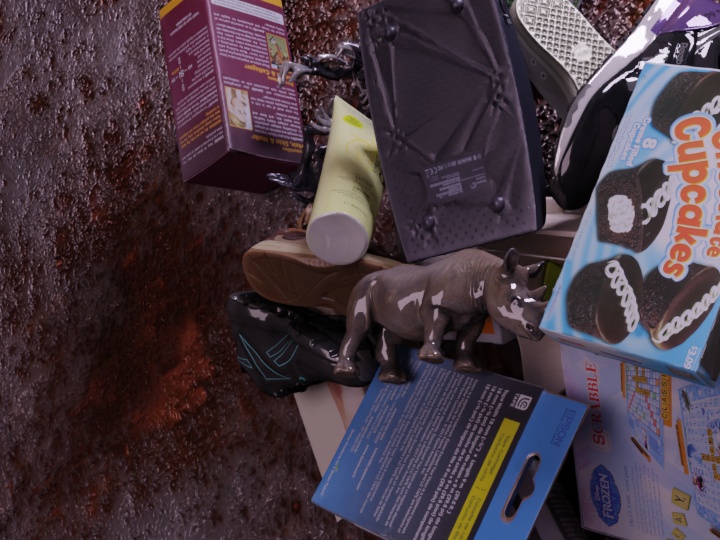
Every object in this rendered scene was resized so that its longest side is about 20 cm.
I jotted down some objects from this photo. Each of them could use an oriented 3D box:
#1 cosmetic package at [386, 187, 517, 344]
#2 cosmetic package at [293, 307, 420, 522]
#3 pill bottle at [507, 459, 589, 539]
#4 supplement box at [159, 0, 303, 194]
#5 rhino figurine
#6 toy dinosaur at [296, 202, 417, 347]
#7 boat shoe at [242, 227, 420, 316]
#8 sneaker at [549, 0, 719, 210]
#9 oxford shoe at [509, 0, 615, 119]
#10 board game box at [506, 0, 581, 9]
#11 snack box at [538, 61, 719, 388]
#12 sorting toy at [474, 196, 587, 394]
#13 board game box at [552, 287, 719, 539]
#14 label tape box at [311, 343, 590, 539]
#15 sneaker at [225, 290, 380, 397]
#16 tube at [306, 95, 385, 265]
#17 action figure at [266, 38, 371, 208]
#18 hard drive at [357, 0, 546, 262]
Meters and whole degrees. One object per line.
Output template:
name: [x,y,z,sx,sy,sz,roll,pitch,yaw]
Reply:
cosmetic package: [0.085,-0.045,0.993,0.101,0.071,0.201,-1,105,46]
cosmetic package: [0.007,0.115,1.077,0.087,0.103,0.201,-41,59,36]
pill bottle: [0.123,0.219,0.938,0.111,0.110,0.201,-46,55,32]
supplement box: [-0.133,-0.192,1.251,0.085,0.110,0.201,-26,67,42]
rhino figurine: [0.066,0.028,0.871,0.199,0.060,0.088,-13,64,40]
toy dinosaur: [0.021,0.019,1.068,0.200,0.106,0.060,51,164,16]
boat shoe: [0.000,0.000,0.998,0.199,0.072,0.072,10,127,29]
sneaker: [0.216,-0.120,0.861,0.087,0.076,0.200,29,75,29]
oxford shoe: [0.184,-0.137,0.948,0.200,0.075,0.058,55,161,15]
board game box: [0.115,-0.267,1.057,0.200,0.034,0.127,40,115,41]
snack box: [0.206,-0.035,0.774,0.116,0.037,0.201,15,78,40]
sorting toy: [0.190,0.040,0.908,0.199,0.107,0.181,9,102,40]
board game box: [0.236,0.108,0.817,0.199,0.041,0.201,9,117,41]
label tape box: [0.076,0.148,0.884,0.199,0.063,0.145,15,73,46]
sneaker: [-0.048,0.073,1.028,0.200,0.075,0.080,21,111,53]
tube: [-0.005,-0.082,1.004,0.052,0.200,0.058,-6,123,14]
action figure: [-0.022,-0.156,1.141,0.119,0.102,0.201,51,122,50]
hard drive: [0.071,-0.116,0.896,0.134,0.042,0.201,-14,86,40]
